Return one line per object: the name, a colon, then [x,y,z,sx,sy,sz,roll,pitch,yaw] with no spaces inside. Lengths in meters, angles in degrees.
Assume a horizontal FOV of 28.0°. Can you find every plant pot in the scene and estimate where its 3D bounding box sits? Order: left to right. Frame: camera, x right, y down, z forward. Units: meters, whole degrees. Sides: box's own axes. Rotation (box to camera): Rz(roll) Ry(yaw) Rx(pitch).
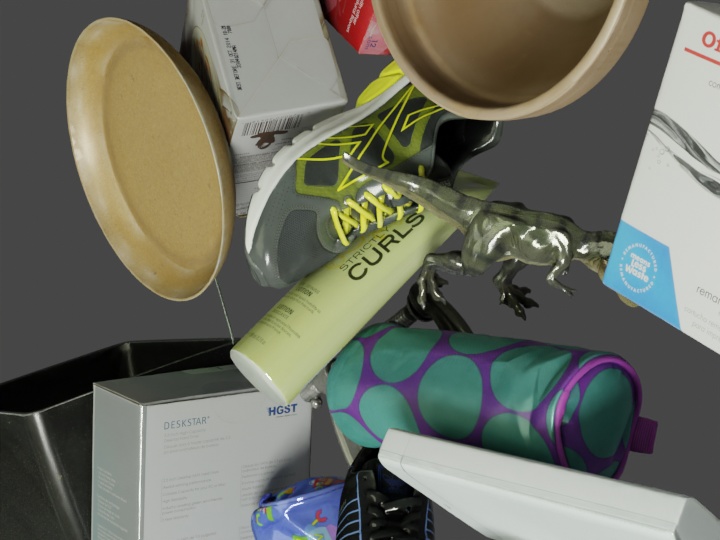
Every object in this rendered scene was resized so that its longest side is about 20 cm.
plant pot: [-0.207,0.168,1.197,0.200,0.199,0.178,-7,100,51]
plant pot: [-0.142,-0.078,0.999,0.200,0.027,0.201,31,132,42]
plant pot: [0.103,-0.188,0.829,0.200,0.092,0.202,9,102,47]

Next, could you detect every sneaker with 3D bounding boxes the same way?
sneaker: [0.010,-0.061,0.909,0.084,0.200,0.075,31,160,36]
sneaker: [0.014,0.172,0.922,0.200,0.070,0.078,-101,18,-69]

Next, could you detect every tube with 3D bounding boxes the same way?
tube: [0.000,0.000,0.936,0.058,0.200,0.052,42,163,10]

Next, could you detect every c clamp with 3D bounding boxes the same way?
c clamp: [0.016,0.072,1.021,0.200,0.027,0.172,-33,69,47]

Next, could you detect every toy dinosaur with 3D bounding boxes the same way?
toy dinosaur: [0.078,-0.012,0.878,0.199,0.048,0.088,19,134,6]

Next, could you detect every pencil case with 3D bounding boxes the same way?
pencil case: [-0.030,0.253,1.053,0.078,0.086,0.201,124,138,-82]
pencil case: [0.074,0.080,0.884,0.199,0.092,0.086,6,75,47]

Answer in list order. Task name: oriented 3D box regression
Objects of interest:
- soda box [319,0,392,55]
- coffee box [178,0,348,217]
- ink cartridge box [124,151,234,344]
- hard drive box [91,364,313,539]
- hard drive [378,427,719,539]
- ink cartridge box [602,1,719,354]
soda box: [0.042,-0.238,0.925,0.063,0.070,0.201,49,129,38]
coffee box: [-0.077,-0.124,1.020,0.200,0.079,0.115,124,132,-70]
ink cartridge box: [-0.148,-0.055,1.122,0.146,0.048,0.201,83,173,-59]
hard drive box: [-0.121,0.181,1.104,0.077,0.155,0.201,14,104,51]
hard drive: [0.121,0.140,0.806,0.199,0.132,0.027,7,66,44]
ink cartridge box: [0.209,-0.063,0.733,0.116,0.068,0.201,34,119,44]
